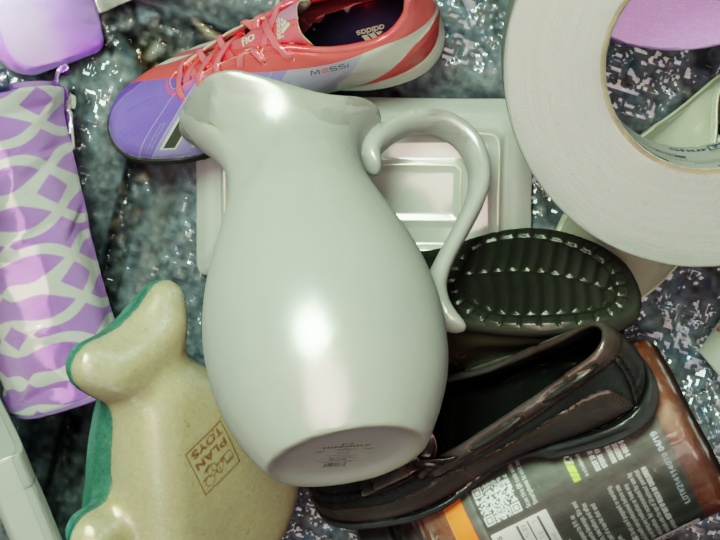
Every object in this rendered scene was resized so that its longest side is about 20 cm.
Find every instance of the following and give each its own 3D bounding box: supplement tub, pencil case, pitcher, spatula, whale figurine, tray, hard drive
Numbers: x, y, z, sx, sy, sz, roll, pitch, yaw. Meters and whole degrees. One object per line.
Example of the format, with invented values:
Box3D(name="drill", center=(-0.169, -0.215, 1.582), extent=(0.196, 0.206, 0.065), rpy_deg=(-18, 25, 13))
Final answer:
Box3D(name="supplement tub", center=(0.098, 0.127, 0.775), extent=(0.199, 0.107, 0.107), rpy_deg=(-27, 97, 9))
Box3D(name="pencil case", center=(-0.185, -0.015, 0.788), extent=(0.085, 0.084, 0.201), rpy_deg=(-15, 101, -19))
Box3D(name="pitcher", center=(0.000, 0.000, 0.704), extent=(0.170, 0.121, 0.201), rpy_deg=(-4, 62, -14))
Box3D(name="spatula", center=(-0.119, -0.165, 0.784), extent=(0.199, 0.021, 0.057), rpy_deg=(-18, 96, 6))
Box3D(name="whale figurine", center=(-0.113, 0.095, 0.762), extent=(0.103, 0.159, 0.201), rpy_deg=(18, 140, 39))
Box3D(name="tray", center=(0.001, -0.047, 0.795), extent=(0.198, 0.022, 0.108), rpy_deg=(1, 99, 4))
Box3D(name="hard drive", center=(-0.177, 0.169, 0.772), extent=(0.027, 0.132, 0.201), rpy_deg=(-22, 112, -17))

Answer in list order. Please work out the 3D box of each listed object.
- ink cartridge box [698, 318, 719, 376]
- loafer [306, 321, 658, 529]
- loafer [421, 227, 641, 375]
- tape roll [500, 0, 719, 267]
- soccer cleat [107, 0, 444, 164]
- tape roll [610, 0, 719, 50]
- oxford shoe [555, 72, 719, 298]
Box3D(name="ink cartridge box", center=(0.300, 0.011, 0.719), extent=(0.144, 0.147, 0.201), rpy_deg=(30, 100, -1))
Box3D(name="loafer", center=(0.054, 0.076, 0.722), extent=(0.199, 0.072, 0.063), rpy_deg=(-22, 135, 15))
Box3D(name="loafer", center=(0.061, 0.026, 0.778), extent=(0.199, 0.073, 0.072), rpy_deg=(-2, 139, 19))
Box3D(name="tape roll", center=(0.170, -0.106, 0.686), extent=(0.199, 0.066, 0.202), rpy_deg=(1, 105, 3))
Box3D(name="soccer cleat", center=(-0.053, -0.116, 0.752), extent=(0.199, 0.073, 0.069), rpy_deg=(-17, 72, 5))
Box3D(name="tape roll", center=(0.167, -0.220, 0.732), extent=(0.198, 0.066, 0.202), rpy_deg=(1, 101, 4))
Box3D(name="oxford shoe", center=(0.179, -0.048, 0.764), extent=(0.075, 0.058, 0.200), rpy_deg=(44, 102, -8))
